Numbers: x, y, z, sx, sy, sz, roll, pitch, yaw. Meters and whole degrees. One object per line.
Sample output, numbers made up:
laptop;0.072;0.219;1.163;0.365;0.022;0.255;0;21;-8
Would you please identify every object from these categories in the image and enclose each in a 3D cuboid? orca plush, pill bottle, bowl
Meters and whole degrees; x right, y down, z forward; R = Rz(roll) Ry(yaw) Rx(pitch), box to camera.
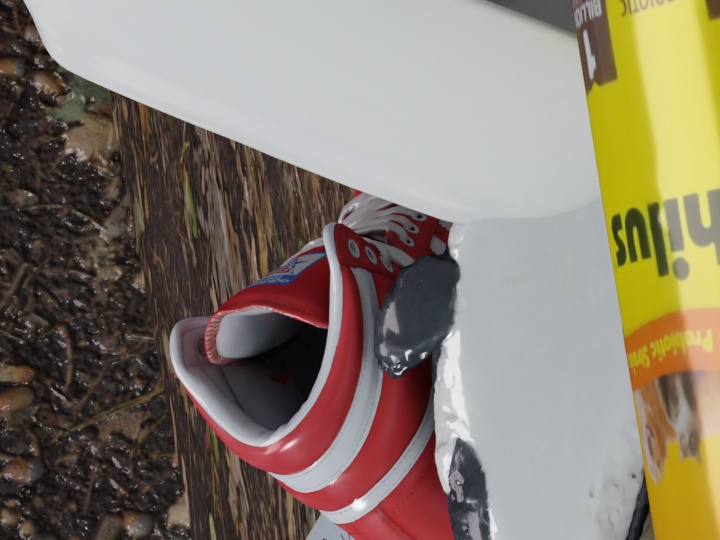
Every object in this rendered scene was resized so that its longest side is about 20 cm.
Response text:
orca plush;0.068;0.046;0.856;0.071;0.105;0.201;17;-122;-76
pill bottle;0.113;0.010;0.669;0.109;0.109;0.201;148;113;-80
bowl;-0.017;-0.091;0.787;0.075;0.199;0.200;-59;26;24

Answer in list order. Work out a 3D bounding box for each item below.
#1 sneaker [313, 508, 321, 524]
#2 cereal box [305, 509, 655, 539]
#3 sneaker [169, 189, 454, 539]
sneaker;0.020;0.050;1.085;0.200;0.076;0.091;99;177;-59
cereal box;0.057;0.109;0.926;0.144;0.039;0.200;-59;39;9
sneaker;0.000;0.000;0.921;0.112;0.071;0.201;36;-147;-33
